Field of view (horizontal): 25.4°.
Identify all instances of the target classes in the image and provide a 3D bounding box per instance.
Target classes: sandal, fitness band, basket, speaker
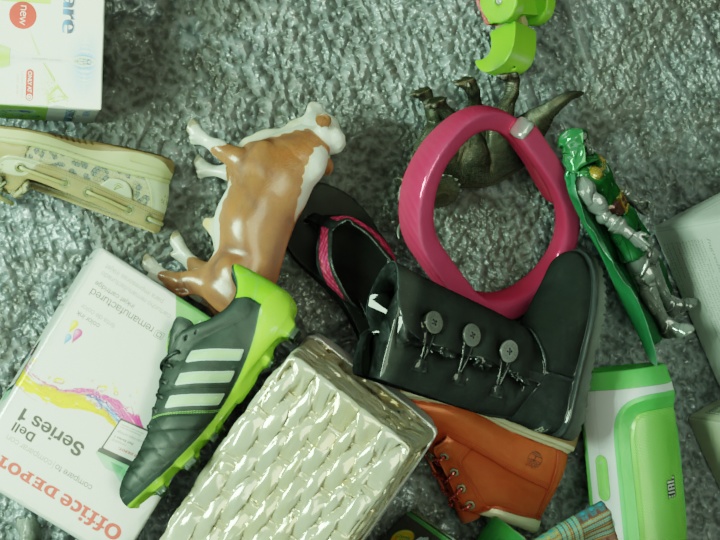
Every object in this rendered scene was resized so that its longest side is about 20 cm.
[{"bbox_3d":[0.000,0.000,1.297,0.075,0.045,0.201,-29,70,-16],"label":"sandal"},{"bbox_3d":[0.109,-0.043,1.311,0.144,0.037,0.200,-48,131,-10],"label":"fitness band"},{"bbox_3d":[-0.050,0.166,1.237,0.135,0.123,0.201,36,94,7],"label":"basket"},{"bbox_3d":[0.233,0.183,1.355,0.087,0.088,0.203,-6,89,-13],"label":"speaker"}]

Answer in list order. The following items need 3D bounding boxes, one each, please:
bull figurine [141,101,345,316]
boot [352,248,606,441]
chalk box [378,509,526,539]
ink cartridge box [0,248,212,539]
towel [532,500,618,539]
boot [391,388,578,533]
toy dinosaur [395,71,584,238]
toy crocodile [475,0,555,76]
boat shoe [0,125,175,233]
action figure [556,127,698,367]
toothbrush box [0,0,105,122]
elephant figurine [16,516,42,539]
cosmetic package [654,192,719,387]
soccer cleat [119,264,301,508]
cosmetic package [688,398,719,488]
[{"bbox_3d":[-0.091,-0.055,1.282,0.120,0.065,0.202,15,77,17],"label":"bull figurine"},{"bbox_3d":[0.097,0.035,1.277,0.198,0.066,0.167,18,66,-23],"label":"boot"},{"bbox_3d":[0.059,0.286,1.280,0.200,0.125,0.124,-43,111,-10],"label":"chalk box"},{"bbox_3d":[-0.200,0.106,1.257,0.144,0.084,0.201,32,81,-11],"label":"ink cartridge box"},{"bbox_3d":[0.130,0.286,1.232,0.198,0.022,0.148,-26,108,-17],"label":"towel"},{"bbox_3d":[0.079,0.152,1.329,0.198,0.075,0.109,20,89,-13],"label":"boot"},{"bbox_3d":[0.097,-0.109,1.350,0.198,0.077,0.104,-21,111,-24],"label":"toy dinosaur"},{"bbox_3d":[0.116,-0.266,1.359,0.067,0.061,0.203,-9,88,-52],"label":"toy crocodile"},{"bbox_3d":[-0.246,-0.075,1.259,0.197,0.073,0.064,9,89,-15],"label":"boat shoe"},{"bbox_3d":[0.218,-0.034,1.326,0.054,0.119,0.201,-24,113,26],"label":"action figure"},{"bbox_3d":[-0.301,-0.197,1.245,0.197,0.086,0.148,3,88,-14],"label":"toothbrush box"},{"bbox_3d":[-0.203,0.283,1.192,0.153,0.200,0.143,18,84,-11],"label":"elephant figurine"},{"bbox_3d":[0.380,0.000,1.335,0.166,0.200,0.168,-24,93,-12],"label":"cosmetic package"},{"bbox_3d":[-0.127,0.087,1.207,0.081,0.068,0.201,37,78,4],"label":"soccer cleat"},{"bbox_3d":[0.370,0.145,1.328,0.102,0.200,0.088,-26,95,-11],"label":"cosmetic package"}]
